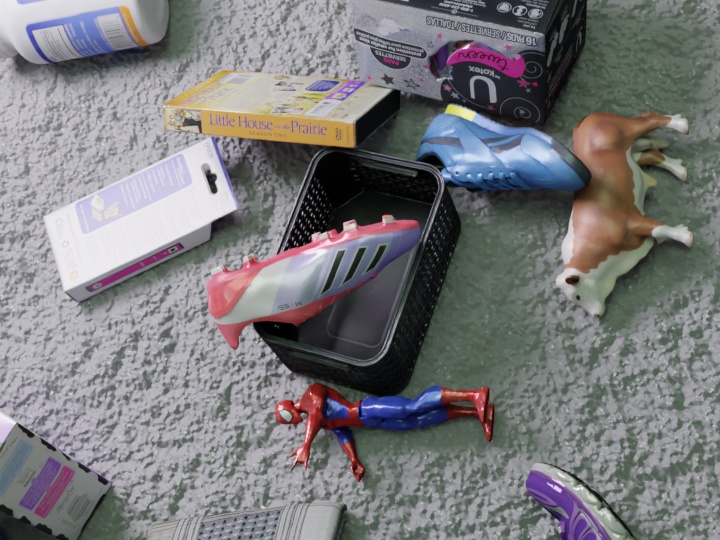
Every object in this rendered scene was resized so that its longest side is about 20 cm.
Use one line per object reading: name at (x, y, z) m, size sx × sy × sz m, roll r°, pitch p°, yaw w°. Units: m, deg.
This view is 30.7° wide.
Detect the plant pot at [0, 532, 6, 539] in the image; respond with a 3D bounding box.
plant pot at (-0.388, 0.305, 1.142) m, size 0.200 × 0.180 × 0.200 m, roll -44°, pitch 65°, yaw -6°

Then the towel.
towel at (-0.116, 0.258, 1.104) m, size 0.190 × 0.035 × 0.200 m, roll -7°, pitch 22°, yaw 12°

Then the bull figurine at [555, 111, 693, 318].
bull figurine at (0.239, -0.057, 1.194) m, size 0.120 × 0.065 × 0.202 m, roll 0°, pitch 69°, yaw 11°

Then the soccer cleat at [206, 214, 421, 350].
soccer cleat at (-0.038, 0.007, 1.147) m, size 0.198 × 0.067 × 0.077 m, roll -17°, pitch 95°, yaw 1°

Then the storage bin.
storage bin at (0.000, 0.000, 1.218) m, size 0.134 × 0.094 × 0.202 m, roll 14°, pitch 72°, yaw 20°

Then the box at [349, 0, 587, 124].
box at (0.106, -0.240, 1.265) m, size 0.198 × 0.115 × 0.133 m, roll 15°, pitch 54°, yaw 21°

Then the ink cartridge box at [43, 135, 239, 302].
ink cartridge box at (-0.220, -0.053, 1.331) m, size 0.199 × 0.037 × 0.095 m, roll -26°, pitch 62°, yaw 6°

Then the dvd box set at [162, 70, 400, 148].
dvd box set at (-0.074, -0.161, 1.291) m, size 0.198 × 0.146 × 0.030 m, roll 7°, pitch 113°, yaw 17°

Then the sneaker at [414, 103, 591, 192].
sneaker at (0.128, -0.095, 1.215) m, size 0.199 × 0.066 × 0.079 m, roll 26°, pitch 75°, yaw 48°

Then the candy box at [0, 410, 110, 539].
candy box at (-0.342, 0.158, 1.181) m, size 0.167 × 0.200 × 0.072 m, roll 27°, pitch 76°, yaw 23°

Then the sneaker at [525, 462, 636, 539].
sneaker at (0.194, 0.244, 1.072) m, size 0.083 × 0.081 × 0.201 m, roll -38°, pitch 64°, yaw 3°

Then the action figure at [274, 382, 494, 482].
action figure at (0.014, 0.150, 1.164) m, size 0.198 × 0.065 × 0.100 m, roll 2°, pitch 59°, yaw 16°

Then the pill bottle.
pill bottle at (-0.317, -0.286, 1.414) m, size 0.198 × 0.112 × 0.113 m, roll -8°, pitch 66°, yaw 12°
